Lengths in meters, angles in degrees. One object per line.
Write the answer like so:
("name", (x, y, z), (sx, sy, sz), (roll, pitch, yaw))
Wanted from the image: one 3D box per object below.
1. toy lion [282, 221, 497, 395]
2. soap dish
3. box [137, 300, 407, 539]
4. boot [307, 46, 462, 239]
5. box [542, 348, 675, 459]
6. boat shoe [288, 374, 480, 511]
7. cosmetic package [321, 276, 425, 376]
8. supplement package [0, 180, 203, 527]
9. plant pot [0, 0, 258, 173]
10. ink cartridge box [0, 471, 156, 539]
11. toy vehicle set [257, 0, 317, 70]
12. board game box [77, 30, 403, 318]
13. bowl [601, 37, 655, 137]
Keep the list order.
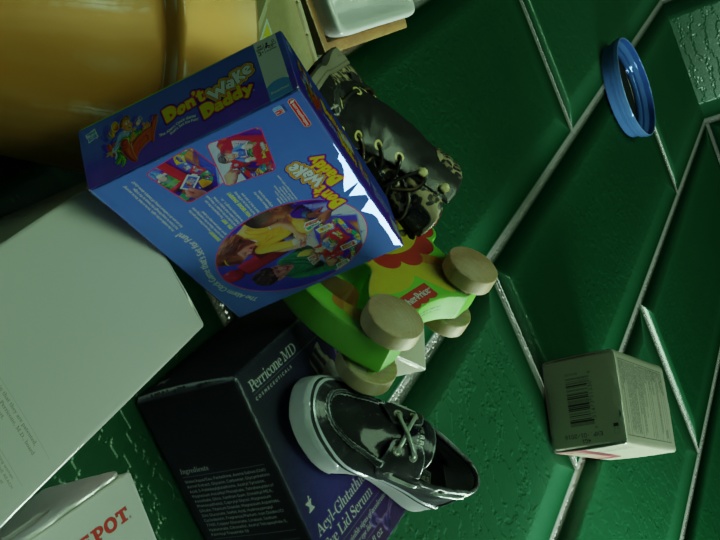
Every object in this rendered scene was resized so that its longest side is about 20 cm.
("toy lion", (0.001, -0.012, 0.808), (0.191, 0.069, 0.200), (39, 35, 16))
("soap dish", (-0.032, -0.313, 1.044), (0.200, 0.081, 0.159), (-37, 108, -56))
("box", (-0.060, 0.143, 0.786), (0.148, 0.104, 0.201), (-44, 114, -54))
("boot", (0.002, -0.086, 0.762), (0.150, 0.073, 0.200), (40, 25, -10))
("box", (0.351, 0.193, 1.390), (0.199, 0.108, 0.129), (20, 60, -53))
("boat shoe", (0.025, 0.133, 0.759), (0.200, 0.067, 0.072), (43, 44, -40))
("cosmetic package", (0.000, 0.000, 0.940), (0.071, 0.104, 0.202), (28, 53, -50))
("supplement package", (-0.209, 0.046, 0.581), (0.120, 0.120, 0.200), (63, 35, -17))
("plant pot", (-0.192, -0.147, 0.634), (0.182, 0.200, 0.202), (-4, 79, -36))
("ink cartridge box", (-0.174, 0.244, 0.585), (0.145, 0.083, 0.202), (-32, 104, -57))
("toy vehicle set", (-0.077, -0.146, 0.794), (0.125, 0.026, 0.201), (72, 23, -49))
("board game box", (-0.066, -0.049, 0.633), (0.200, 0.133, 0.045), (52, 17, -59))
("bowl", (0.533, -0.361, 1.972), (0.200, 0.039, 0.202), (28, 55, -49))
